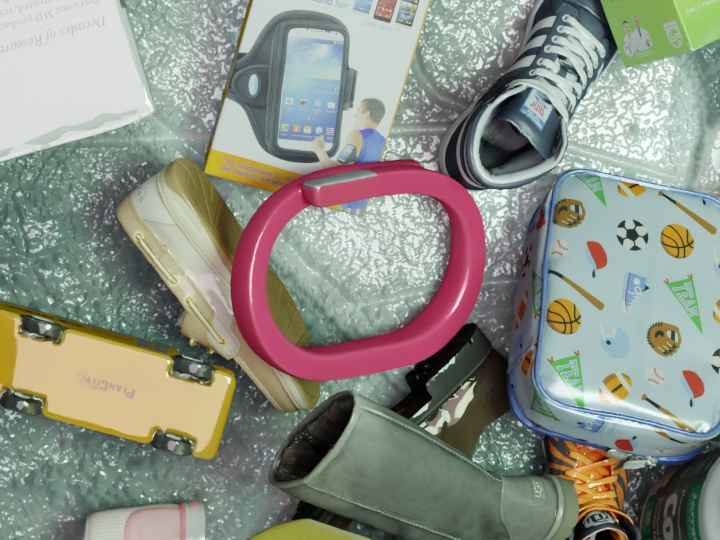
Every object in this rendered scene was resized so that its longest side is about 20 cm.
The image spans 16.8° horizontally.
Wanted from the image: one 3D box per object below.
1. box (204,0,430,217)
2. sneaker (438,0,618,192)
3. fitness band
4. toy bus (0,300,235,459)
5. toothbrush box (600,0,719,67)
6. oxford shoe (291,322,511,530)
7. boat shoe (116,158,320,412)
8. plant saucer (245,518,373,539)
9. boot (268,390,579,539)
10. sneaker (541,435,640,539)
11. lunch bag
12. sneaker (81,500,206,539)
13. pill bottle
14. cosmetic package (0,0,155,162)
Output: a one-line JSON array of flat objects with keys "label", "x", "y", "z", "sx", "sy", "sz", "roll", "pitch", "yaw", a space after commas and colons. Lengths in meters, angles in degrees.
[{"label": "box", "x": -0.026, "y": -0.147, "z": 1.670, "sx": 0.118, "sy": 0.042, "sz": 0.201, "roll": 15, "pitch": 109, "yaw": -7}, {"label": "sneaker", "x": 0.133, "y": -0.134, "z": 1.676, "sx": 0.070, "sy": 0.108, "sz": 0.201, "roll": 37, "pitch": 90, "yaw": -8}, {"label": "fitness band", "x": 0.000, "y": 0.000, "z": 1.666, "sx": 0.199, "sy": 0.037, "sz": 0.145, "roll": -9, "pitch": 109, "yaw": -35}, {"label": "toy bus", "x": -0.188, "y": 0.072, "z": 1.673, "sx": 0.198, "sy": 0.078, "sz": 0.066, "roll": 15, "pitch": 92, "yaw": -7}, {"label": "toothbrush box", "x": 0.222, "y": -0.260, "z": 1.665, "sx": 0.145, "sy": 0.086, "sz": 0.201, "roll": -24, "pitch": 96, "yaw": -27}, {"label": "oxford shoe", "x": 0.035, "y": 0.136, "z": 1.708, "sx": 0.200, "sy": 0.073, "sz": 0.084, "roll": -42, "pitch": 104, "yaw": 1}, {"label": "boat shoe", "x": -0.098, "y": 0.019, "z": 1.689, "sx": 0.069, "sy": 0.074, "sz": 0.201, "roll": -25, "pitch": 106, "yaw": 20}, {"label": "plant saucer", "x": 0.018, "y": 0.237, "z": 1.652, "sx": 0.198, "sy": 0.201, "sz": 0.049, "roll": 18, "pitch": 61, "yaw": 9}, {"label": "boot", "x": 0.025, "y": 0.169, "z": 1.647, "sx": 0.199, "sy": 0.073, "sz": 0.182, "roll": 16, "pitch": 127, "yaw": -31}, {"label": "sneaker", "x": 0.168, "y": 0.150, "z": 1.702, "sx": 0.077, "sy": 0.112, "sz": 0.202, "roll": 2, "pitch": 94, "yaw": -7}, {"label": "lunch bag", "x": 0.187, "y": 0.036, "z": 1.680, "sx": 0.159, "sy": 0.076, "sz": 0.202, "roll": 13, "pitch": 65, "yaw": -9}, {"label": "sneaker", "x": -0.162, "y": 0.260, "z": 1.693, "sx": 0.104, "sy": 0.075, "sz": 0.202, "roll": 2, "pitch": 87, "yaw": -11}, {"label": "pill bottle", "x": 0.268, "y": 0.169, "z": 1.635, "sx": 0.112, "sy": 0.200, "sz": 0.114, "roll": 2, "pitch": 78, "yaw": -11}, {"label": "cosmetic package", "x": -0.242, "y": -0.176, "z": 1.604, "sx": 0.164, "sy": 0.165, "sz": 0.202, "roll": -18, "pitch": 97, "yaw": -5}]
